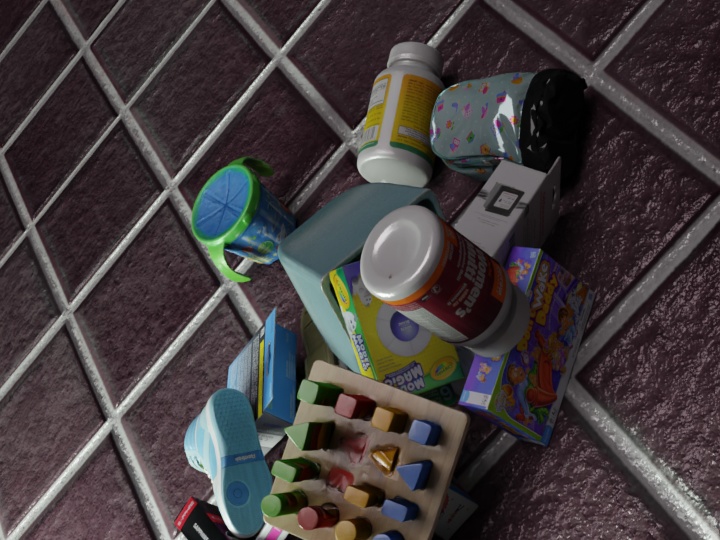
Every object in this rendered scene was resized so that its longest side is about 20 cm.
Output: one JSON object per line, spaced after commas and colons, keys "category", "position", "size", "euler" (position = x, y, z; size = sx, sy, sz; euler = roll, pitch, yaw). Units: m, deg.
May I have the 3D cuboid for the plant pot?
{"category": "plant pot", "position": [0.000, 0.000, 1.626], "size": [0.196, 0.197, 0.199], "euler": [-40, 36, -19]}

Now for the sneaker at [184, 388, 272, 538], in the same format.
{"category": "sneaker", "position": [-0.184, 0.275, 1.666], "size": [0.130, 0.079, 0.202], "euler": [-41, 53, 52]}

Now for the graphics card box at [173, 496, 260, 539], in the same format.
{"category": "graphics card box", "position": [-0.152, 0.386, 1.628], "size": [0.051, 0.125, 0.200], "euler": [-55, 41, 2]}

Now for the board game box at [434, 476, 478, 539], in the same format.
{"category": "board game box", "position": [0.039, 0.230, 1.525], "size": [0.064, 0.147, 0.200], "euler": [-47, 43, 7]}

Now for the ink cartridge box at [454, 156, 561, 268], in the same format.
{"category": "ink cartridge box", "position": [0.180, -0.051, 1.524], "size": [0.066, 0.117, 0.200], "euler": [19, 51, 24]}

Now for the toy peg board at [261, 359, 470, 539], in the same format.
{"category": "toy peg board", "position": [-0.007, 0.224, 1.373], "size": [0.197, 0.098, 0.202], "euler": [18, 89, 20]}

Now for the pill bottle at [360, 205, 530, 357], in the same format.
{"category": "pill bottle", "position": [0.099, 0.018, 1.354], "size": [0.109, 0.199, 0.111], "euler": [-23, 51, 32]}

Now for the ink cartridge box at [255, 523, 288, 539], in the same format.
{"category": "ink cartridge box", "position": [-0.080, 0.284, 1.551], "size": [0.095, 0.037, 0.201], "euler": [-57, -4, -39]}

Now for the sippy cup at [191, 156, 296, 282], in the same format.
{"category": "sippy cup", "position": [-0.175, -0.078, 1.921], "size": [0.179, 0.130, 0.139], "euler": [-55, 41, 2]}

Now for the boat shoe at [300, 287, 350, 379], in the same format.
{"category": "boat shoe", "position": [-0.038, 0.095, 1.737], "size": [0.075, 0.068, 0.202], "euler": [-34, 41, 37]}

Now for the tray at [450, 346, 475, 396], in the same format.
{"category": "tray", "position": [0.123, 0.093, 1.524], "size": [0.199, 0.022, 0.108], "euler": [30, 88, 5]}

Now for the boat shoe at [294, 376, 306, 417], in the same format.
{"category": "boat shoe", "position": [-0.045, 0.225, 1.675], "size": [0.071, 0.072, 0.200], "euler": [-54, 31, 15]}

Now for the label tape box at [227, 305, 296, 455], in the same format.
{"category": "label tape box", "position": [-0.130, 0.163, 1.728], "size": [0.200, 0.063, 0.146], "euler": [132, 145, -51]}

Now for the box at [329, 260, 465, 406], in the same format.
{"category": "box", "position": [0.048, 0.079, 1.471], "size": [0.048, 0.116, 0.202], "euler": [-20, 88, 65]}

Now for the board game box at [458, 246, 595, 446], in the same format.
{"category": "board game box", "position": [0.202, 0.091, 1.463], "size": [0.045, 0.134, 0.202], "euler": [7, 71, 45]}

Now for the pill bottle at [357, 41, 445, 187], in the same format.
{"category": "pill bottle", "position": [0.066, -0.229, 1.798], "size": [0.112, 0.112, 0.202], "euler": [-8, 61, 40]}

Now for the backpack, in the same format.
{"category": "backpack", "position": [0.193, -0.193, 1.648], "size": [0.199, 0.126, 0.169], "euler": [-1, 69, 46]}
